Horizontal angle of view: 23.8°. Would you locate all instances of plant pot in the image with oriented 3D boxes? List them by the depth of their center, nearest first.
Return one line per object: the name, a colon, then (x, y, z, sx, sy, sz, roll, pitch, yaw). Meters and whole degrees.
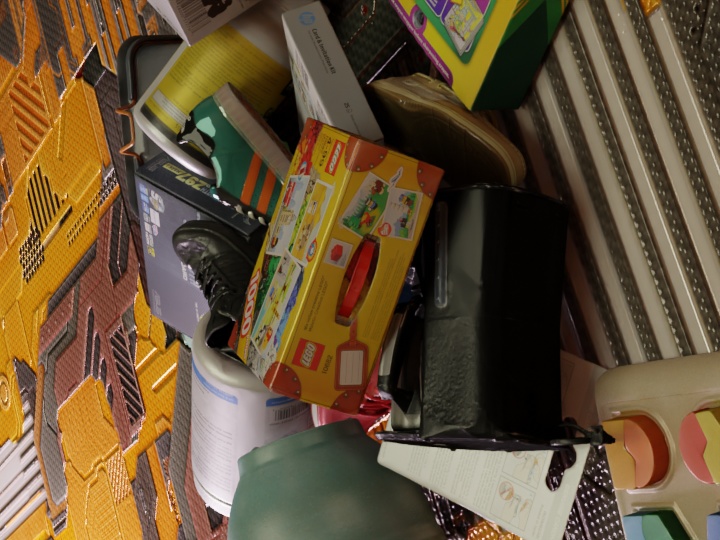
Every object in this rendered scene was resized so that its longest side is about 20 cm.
plant pot: (-0.036, 0.214, 1.542, 0.200, 0.199, 0.135, -34, 72, 56)

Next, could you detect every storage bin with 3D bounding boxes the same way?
storage bin: (-0.169, -0.154, 1.786, 0.134, 0.145, 0.201, -3, 93, 49)

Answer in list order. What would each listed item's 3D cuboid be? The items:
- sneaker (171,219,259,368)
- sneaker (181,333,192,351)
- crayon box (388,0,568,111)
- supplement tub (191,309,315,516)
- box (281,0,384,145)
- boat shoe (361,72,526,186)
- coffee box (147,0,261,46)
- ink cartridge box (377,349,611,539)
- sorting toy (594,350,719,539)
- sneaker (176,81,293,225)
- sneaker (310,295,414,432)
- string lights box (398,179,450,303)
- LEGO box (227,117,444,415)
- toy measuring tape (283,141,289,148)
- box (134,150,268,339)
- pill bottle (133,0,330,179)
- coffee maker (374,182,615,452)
sneaker: (-0.118, 0.031, 1.598, 0.199, 0.104, 0.060, 32, 135, 17)
sneaker: (-0.173, 0.084, 1.881, 0.201, 0.073, 0.119, 53, 140, 42)
crayon box: (0.094, -0.260, 1.396, 0.200, 0.058, 0.173, 58, 139, 35)
supplement tub: (-0.102, 0.135, 1.683, 0.132, 0.131, 0.201, 54, 150, 40)
box: (-0.019, -0.121, 1.542, 0.200, 0.041, 0.156, 85, 163, -61)
boat shoe: (0.079, -0.123, 1.430, 0.200, 0.066, 0.074, 37, 145, 45)
coffee box: (-0.112, -0.311, 1.586, 0.113, 0.200, 0.080, 47, 168, 45)
ink cartridge box: (0.116, 0.123, 1.426, 0.199, 0.057, 0.163, 22, 103, 33)
sorting toy: (0.241, 0.164, 1.245, 0.185, 0.036, 0.201, -16, 81, 59)
sneaker: (-0.091, -0.075, 1.601, 0.200, 0.080, 0.071, 52, -171, -6)
sneaker: (0.020, 0.111, 1.564, 0.116, 0.078, 0.201, 55, 139, 41)
string lights box: (0.000, 0.000, 1.481, 0.200, 0.103, 0.059, -50, 54, 19)
LEGO box: (-0.023, -0.007, 1.346, 0.201, 0.077, 0.149, -70, 20, 5)
toy measuring tape: (-0.080, -0.046, 1.720, 0.073, 0.073, 0.201, -5, 102, 59)
box: (-0.151, -0.005, 1.734, 0.157, 0.051, 0.201, 28, 140, 27)
pill bottle: (-0.121, -0.196, 1.653, 0.200, 0.112, 0.112, -51, 45, 10)
coffee maker: (0.111, 0.039, 1.338, 0.191, 0.135, 0.201, 0, 81, 18)
